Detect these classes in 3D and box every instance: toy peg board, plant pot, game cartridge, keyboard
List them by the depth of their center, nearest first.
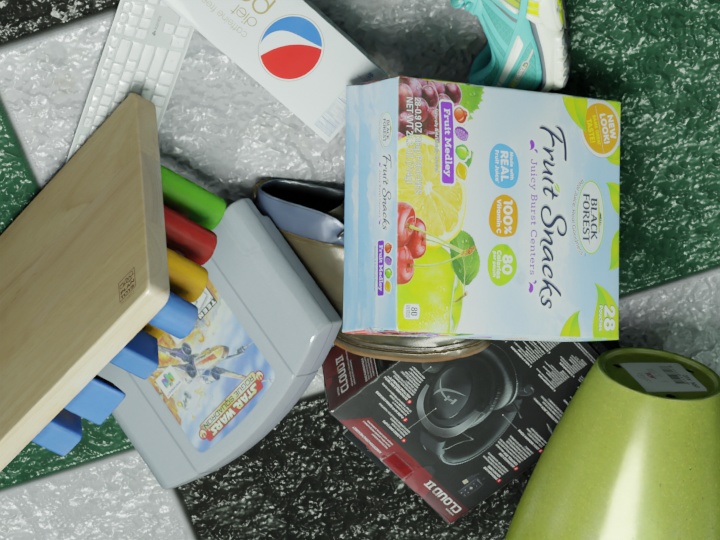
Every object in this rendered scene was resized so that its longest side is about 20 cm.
[{"bbox_3d":[-0.170,0.024,1.672,0.097,0.200,0.200,28,123,-30],"label":"toy peg board"},{"bbox_3d":[-0.157,-0.129,1.695,0.056,0.011,0.201,14,120,-15],"label":"keyboard"},{"bbox_3d":[-0.106,0.061,1.750,0.200,0.134,0.041,-46,158,30],"label":"game cartridge"},{"bbox_3d":[0.197,0.164,1.759,0.186,0.187,0.202,5,110,-10],"label":"plant pot"}]

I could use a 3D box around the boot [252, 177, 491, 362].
[{"bbox_3d":[0.000,0.000,1.724,0.199,0.075,0.098,13,117,24],"label":"boot"}]

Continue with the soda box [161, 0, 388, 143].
[{"bbox_3d":[-0.077,-0.176,1.634,0.064,0.068,0.200,-47,117,5],"label":"soda box"}]

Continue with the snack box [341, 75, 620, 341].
[{"bbox_3d":[0.085,-0.038,1.660,0.199,0.067,0.170,2,86,-38],"label":"snack box"}]

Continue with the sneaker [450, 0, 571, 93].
[{"bbox_3d":[0.095,-0.202,1.643,0.079,0.078,0.201,-5,124,7],"label":"sneaker"}]

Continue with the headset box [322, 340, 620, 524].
[{"bbox_3d":[0.078,0.083,1.820,0.200,0.077,0.149,-37,119,18],"label":"headset box"}]
